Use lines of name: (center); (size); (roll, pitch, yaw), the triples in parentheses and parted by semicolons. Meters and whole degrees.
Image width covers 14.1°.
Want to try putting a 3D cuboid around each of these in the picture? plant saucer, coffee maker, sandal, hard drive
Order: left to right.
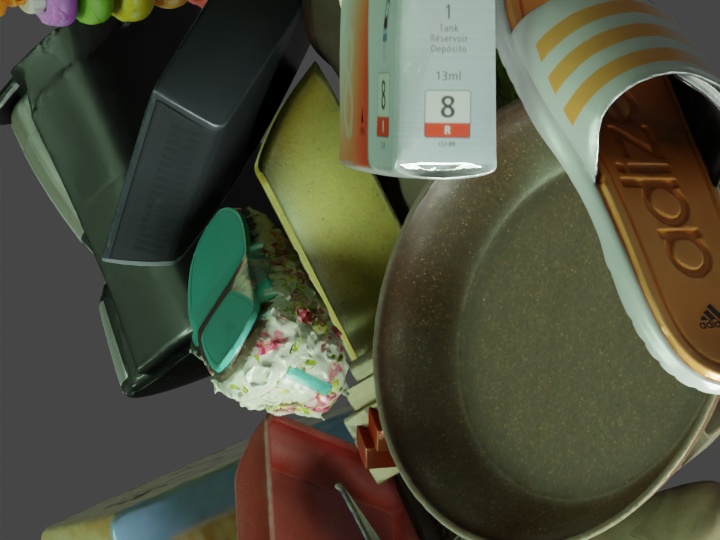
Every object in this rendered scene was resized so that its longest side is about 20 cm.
coffee maker: (-0.111, -0.049, 1.666); (0.201, 0.134, 0.192); (62, 160, 12)
hard drive: (-0.059, -0.100, 1.398); (0.042, 0.201, 0.135); (26, 137, 3)
plant saucer: (-0.009, 0.193, 1.534); (0.199, 0.036, 0.202); (27, -125, -57)
plant saucer: (0.000, 0.000, 1.453); (0.201, 0.048, 0.200); (62, 178, -2)
plant saucer: (0.089, 0.022, 1.231); (0.200, 0.037, 0.202); (-16, 66, 40)
sandal: (0.120, -0.052, 1.140); (0.059, 0.079, 0.208); (-50, 54, 45)

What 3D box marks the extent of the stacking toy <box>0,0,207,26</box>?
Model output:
stacking toy: (-0.148, -0.166, 1.534); (0.110, 0.199, 0.116); (61, 161, 16)

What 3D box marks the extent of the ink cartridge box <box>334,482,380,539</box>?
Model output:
ink cartridge box: (0.045, 0.231, 1.442); (0.200, 0.043, 0.197); (55, -177, -34)

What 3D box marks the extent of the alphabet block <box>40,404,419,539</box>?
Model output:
alphabet block: (-0.053, 0.203, 1.707); (0.198, 0.194, 0.200); (69, 160, 0)

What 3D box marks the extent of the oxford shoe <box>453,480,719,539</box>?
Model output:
oxford shoe: (0.080, 0.133, 1.248); (0.199, 0.071, 0.075); (-32, 119, 33)

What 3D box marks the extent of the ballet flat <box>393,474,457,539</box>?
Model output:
ballet flat: (0.077, 0.186, 1.574); (0.201, 0.046, 0.067); (65, 173, -3)

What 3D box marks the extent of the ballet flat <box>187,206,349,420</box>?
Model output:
ballet flat: (-0.044, 0.026, 1.393); (0.064, 0.076, 0.200); (29, -167, -15)

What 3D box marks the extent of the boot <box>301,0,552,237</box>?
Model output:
boot: (0.043, -0.074, 1.339); (0.146, 0.070, 0.201); (42, 154, 45)

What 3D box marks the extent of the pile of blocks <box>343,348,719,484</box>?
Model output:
pile of blocks: (0.064, 0.062, 1.301); (0.199, 0.062, 0.083); (0, 110, 37)

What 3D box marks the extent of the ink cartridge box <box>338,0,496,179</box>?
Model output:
ink cartridge box: (0.021, -0.140, 1.207); (0.162, 0.050, 0.202); (-159, 66, -81)
